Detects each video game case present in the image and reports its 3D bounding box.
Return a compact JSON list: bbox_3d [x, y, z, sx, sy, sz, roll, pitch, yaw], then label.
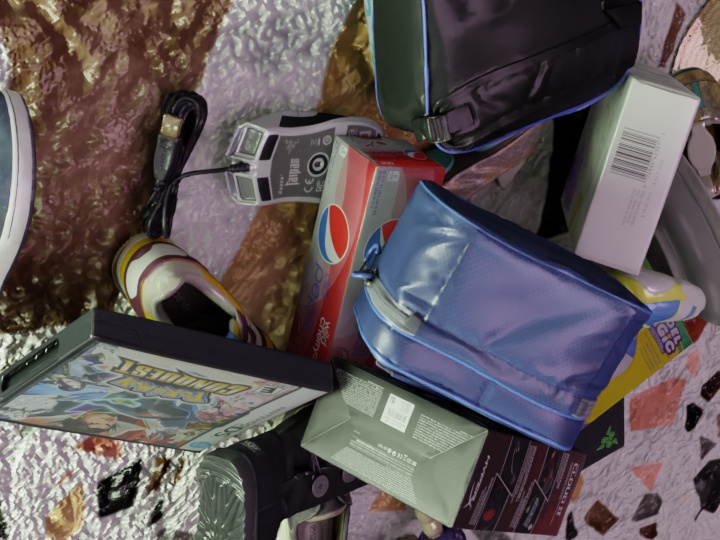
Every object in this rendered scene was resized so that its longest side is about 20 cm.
[{"bbox_3d":[-0.150,0.088,0.814,0.198,0.026,0.180,17,148,-38],"label":"video game case"}]

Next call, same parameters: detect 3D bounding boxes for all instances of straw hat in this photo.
[{"bbox_3d":[0.397,-0.176,1.086,0.199,0.085,0.204,-15,121,-27],"label":"straw hat"}]

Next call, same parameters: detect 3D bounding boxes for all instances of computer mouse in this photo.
[{"bbox_3d":[-0.071,-0.084,0.845,0.198,0.044,0.111,-6,119,-32],"label":"computer mouse"}]

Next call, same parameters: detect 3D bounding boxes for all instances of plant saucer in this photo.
[{"bbox_3d":[0.292,-0.027,1.030,0.050,0.201,0.201,-26,127,3],"label":"plant saucer"}]

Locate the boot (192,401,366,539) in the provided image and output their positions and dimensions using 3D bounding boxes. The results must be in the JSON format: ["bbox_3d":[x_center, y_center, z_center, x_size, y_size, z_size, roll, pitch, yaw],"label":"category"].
[{"bbox_3d":[-0.046,0.187,0.913,0.199,0.065,0.167,-22,130,-50],"label":"boot"}]

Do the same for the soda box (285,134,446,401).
[{"bbox_3d":[0.000,0.000,0.873,0.069,0.063,0.203,-2,117,-34],"label":"soda box"}]

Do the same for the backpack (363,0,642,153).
[{"bbox_3d":[0.102,-0.203,0.834,0.198,0.147,0.185,-18,120,-21],"label":"backpack"}]

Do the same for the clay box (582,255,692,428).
[{"bbox_3d":[0.205,0.054,0.980,0.199,0.048,0.116,-32,93,-21],"label":"clay box"}]

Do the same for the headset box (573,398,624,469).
[{"bbox_3d":[0.161,0.119,1.071,0.198,0.093,0.176,-23,124,-23],"label":"headset box"}]

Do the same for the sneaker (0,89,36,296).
[{"bbox_3d":[-0.294,-0.027,0.703,0.145,0.077,0.205,9,108,-39],"label":"sneaker"}]

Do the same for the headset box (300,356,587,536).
[{"bbox_3d":[0.074,0.140,0.867,0.199,0.147,0.076,22,90,-54],"label":"headset box"}]

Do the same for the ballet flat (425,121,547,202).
[{"bbox_3d":[0.091,-0.087,0.945,0.199,0.068,0.068,-35,132,-2],"label":"ballet flat"}]

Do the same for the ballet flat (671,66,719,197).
[{"bbox_3d":[0.319,-0.106,1.053,0.071,0.071,0.201,-42,145,-8],"label":"ballet flat"}]

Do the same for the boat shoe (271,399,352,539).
[{"bbox_3d":[-0.038,0.200,0.995,0.071,0.065,0.203,-11,118,-27],"label":"boat shoe"}]

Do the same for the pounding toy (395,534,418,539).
[{"bbox_3d":[0.015,0.345,1.026,0.198,0.184,0.144,-10,118,-29],"label":"pounding toy"}]

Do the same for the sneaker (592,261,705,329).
[{"bbox_3d":[0.187,0.045,0.920,0.197,0.076,0.107,9,94,-14],"label":"sneaker"}]

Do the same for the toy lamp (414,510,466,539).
[{"bbox_3d":[0.045,0.188,1.039,0.058,0.058,0.202,-33,117,-15],"label":"toy lamp"}]

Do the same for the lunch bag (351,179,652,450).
[{"bbox_3d":[0.086,0.034,0.794,0.198,0.136,0.134,25,101,-10],"label":"lunch bag"}]

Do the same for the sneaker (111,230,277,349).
[{"bbox_3d":[-0.112,0.058,0.859,0.075,0.090,0.200,-45,129,-6],"label":"sneaker"}]

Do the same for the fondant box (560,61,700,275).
[{"bbox_3d":[0.221,-0.097,0.942,0.057,0.200,0.146,17,107,3],"label":"fondant box"}]
